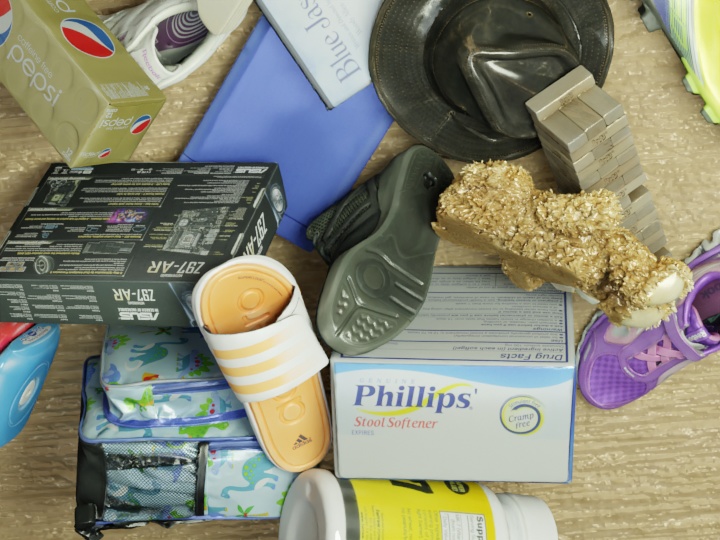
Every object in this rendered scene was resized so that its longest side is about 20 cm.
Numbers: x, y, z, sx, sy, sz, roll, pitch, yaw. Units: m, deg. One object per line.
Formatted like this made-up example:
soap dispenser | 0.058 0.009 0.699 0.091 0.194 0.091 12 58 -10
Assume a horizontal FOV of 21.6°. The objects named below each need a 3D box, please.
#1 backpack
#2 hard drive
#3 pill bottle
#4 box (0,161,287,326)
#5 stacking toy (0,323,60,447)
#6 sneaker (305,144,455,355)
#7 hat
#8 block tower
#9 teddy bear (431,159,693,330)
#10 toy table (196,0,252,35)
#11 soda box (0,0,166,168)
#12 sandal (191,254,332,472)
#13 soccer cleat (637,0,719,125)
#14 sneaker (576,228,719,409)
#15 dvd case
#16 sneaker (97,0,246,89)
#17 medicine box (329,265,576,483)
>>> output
backpack | -0.127 0.121 1.523 0.199 0.183 0.148 3 111 -7
hard drive | -0.045 -0.129 1.497 0.132 0.025 0.200 30 112 -7
pill bottle | 0.045 0.216 1.465 0.199 0.114 0.115 7 115 -23
box | -0.173 -0.023 1.460 0.199 0.161 0.044 0 127 16
stacking toy | -0.360 0.055 1.573 0.199 0.116 0.110 28 112 9
sneaker | 0.000 0.000 1.444 0.076 0.200 0.114 37 138 -18
hat | 0.107 -0.151 1.417 0.199 0.081 0.202 -6 122 -10
block tower | 0.187 -0.059 1.440 0.054 0.058 0.200 -34 131 -8
teddy bear | 0.155 -0.022 1.403 0.199 0.145 0.067 22 71 18
toy table | -0.092 -0.268 1.338 0.117 0.200 0.184 49 146 8
soda box | -0.237 -0.170 1.421 0.200 0.064 0.068 50 123 21
sandal | -0.056 0.078 1.385 0.079 0.059 0.207 -28 126 -9
soccer cleat | 0.277 -0.171 1.430 0.083 0.065 0.200 -33 105 14
sneaker | 0.253 0.046 1.508 0.200 0.089 0.080 -40 105 20
dvd case | 0.018 -0.235 1.431 0.199 0.018 0.143 -34 102 8
sneaker | -0.181 -0.166 1.455 0.199 0.100 0.075 -31 109 18
medicine box | 0.076 0.076 1.475 0.181 0.200 0.104 1 112 5
